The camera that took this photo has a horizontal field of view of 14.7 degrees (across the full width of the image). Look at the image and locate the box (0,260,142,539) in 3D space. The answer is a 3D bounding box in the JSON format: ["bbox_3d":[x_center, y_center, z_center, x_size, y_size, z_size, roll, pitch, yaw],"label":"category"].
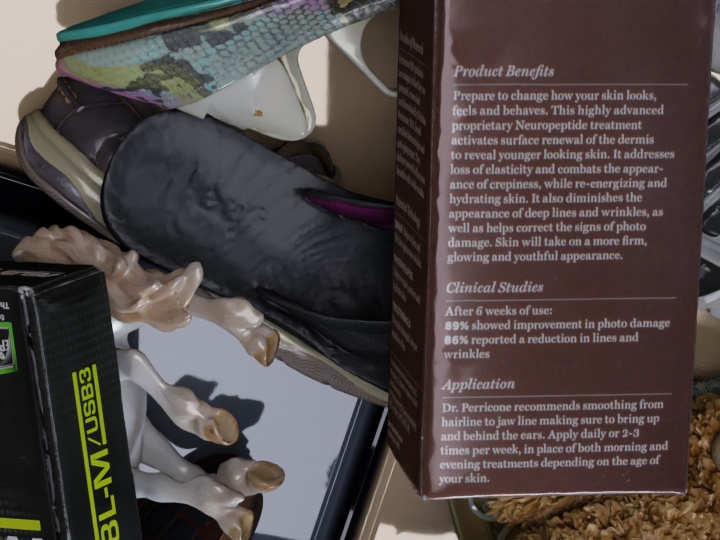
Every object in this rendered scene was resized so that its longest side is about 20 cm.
[{"bbox_3d":[-0.169,0.092,1.044,0.199,0.047,0.194,3,103,36],"label":"box"}]

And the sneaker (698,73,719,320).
[{"bbox_3d":[0.134,-0.029,1.080,0.078,0.090,0.200,-39,120,14],"label":"sneaker"}]

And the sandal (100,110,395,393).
[{"bbox_3d":[-0.001,0.001,1.034,0.200,0.048,0.076,20,83,-11],"label":"sandal"}]

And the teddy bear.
[{"bbox_3d":[0.103,0.114,1.042,0.199,0.145,0.067,-20,131,-5],"label":"teddy bear"}]

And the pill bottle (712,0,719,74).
[{"bbox_3d":[0.190,-0.163,1.056,0.112,0.112,0.201,18,99,-9],"label":"pill bottle"}]

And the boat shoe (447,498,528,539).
[{"bbox_3d":[0.072,0.046,1.110,0.073,0.063,0.202,2,101,-7],"label":"boat shoe"}]

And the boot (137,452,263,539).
[{"bbox_3d":[-0.084,0.174,1.130,0.097,0.075,0.200,39,85,-37],"label":"boot"}]

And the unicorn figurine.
[{"bbox_3d":[-0.101,0.060,1.067,0.137,0.074,0.201,16,121,16],"label":"unicorn figurine"}]

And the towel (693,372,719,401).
[{"bbox_3d":[0.235,0.114,1.162,0.192,0.035,0.201,-18,101,-5],"label":"towel"}]

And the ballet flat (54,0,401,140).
[{"bbox_3d":[-0.011,-0.091,1.018,0.199,0.069,0.071,-23,104,0],"label":"ballet flat"}]

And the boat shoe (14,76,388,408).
[{"bbox_3d":[-0.037,-0.017,1.080,0.200,0.075,0.073,34,96,-13],"label":"boat shoe"}]

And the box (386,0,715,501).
[{"bbox_3d":[0.064,-0.024,0.976,0.100,0.075,0.201,0,104,-11],"label":"box"}]
